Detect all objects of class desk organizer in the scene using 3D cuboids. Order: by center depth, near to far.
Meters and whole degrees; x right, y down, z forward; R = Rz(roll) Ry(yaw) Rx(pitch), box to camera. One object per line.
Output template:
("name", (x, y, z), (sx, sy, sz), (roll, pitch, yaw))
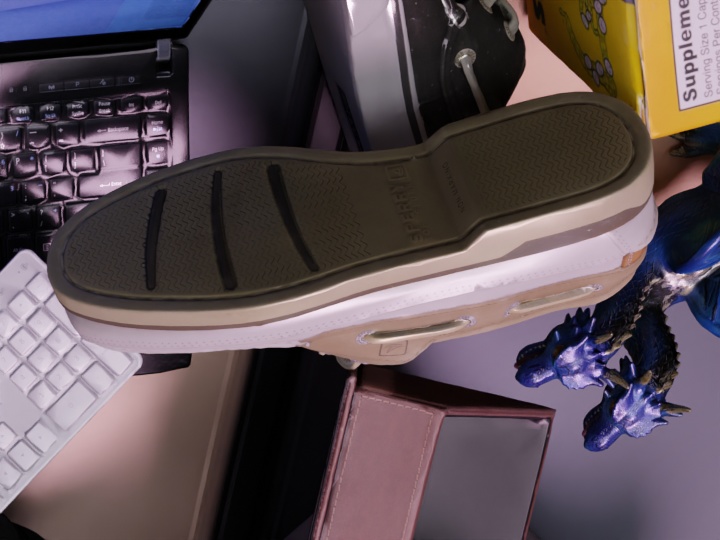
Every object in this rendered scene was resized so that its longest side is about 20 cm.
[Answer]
("desk organizer", (0.011, 0.138, 0.865), (0.077, 0.072, 0.201), (13, 95, 0))

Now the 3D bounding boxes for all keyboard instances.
("keyboard", (-0.161, 0.083, 0.838), (0.056, 0.011, 0.200), (44, 91, -3))

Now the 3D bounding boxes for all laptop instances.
("laptop", (-0.130, -0.026, 0.811), (0.176, 0.103, 0.201), (-6, 117, -15))

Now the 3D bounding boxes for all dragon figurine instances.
("dragon figurine", (0.137, -0.011, 0.910), (0.199, 0.099, 0.059), (-32, 121, -7))

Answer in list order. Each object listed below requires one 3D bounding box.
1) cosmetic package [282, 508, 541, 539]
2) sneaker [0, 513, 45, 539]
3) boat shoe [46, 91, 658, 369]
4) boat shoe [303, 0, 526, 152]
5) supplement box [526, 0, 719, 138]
("cosmetic package", (0.057, 0.167, 0.981), (0.107, 0.090, 0.200), (-41, 123, 3))
("sneaker", (-0.113, 0.119, 0.858), (0.199, 0.104, 0.060), (-21, 126, 12))
("boat shoe", (0.000, 0.000, 0.819), (0.199, 0.075, 0.069), (-9, 138, 2))
("boat shoe", (0.022, -0.076, 0.863), (0.063, 0.071, 0.201), (-21, 128, -7))
("supplement box", (0.162, -0.136, 0.854), (0.199, 0.110, 0.109), (-15, 119, -12))
